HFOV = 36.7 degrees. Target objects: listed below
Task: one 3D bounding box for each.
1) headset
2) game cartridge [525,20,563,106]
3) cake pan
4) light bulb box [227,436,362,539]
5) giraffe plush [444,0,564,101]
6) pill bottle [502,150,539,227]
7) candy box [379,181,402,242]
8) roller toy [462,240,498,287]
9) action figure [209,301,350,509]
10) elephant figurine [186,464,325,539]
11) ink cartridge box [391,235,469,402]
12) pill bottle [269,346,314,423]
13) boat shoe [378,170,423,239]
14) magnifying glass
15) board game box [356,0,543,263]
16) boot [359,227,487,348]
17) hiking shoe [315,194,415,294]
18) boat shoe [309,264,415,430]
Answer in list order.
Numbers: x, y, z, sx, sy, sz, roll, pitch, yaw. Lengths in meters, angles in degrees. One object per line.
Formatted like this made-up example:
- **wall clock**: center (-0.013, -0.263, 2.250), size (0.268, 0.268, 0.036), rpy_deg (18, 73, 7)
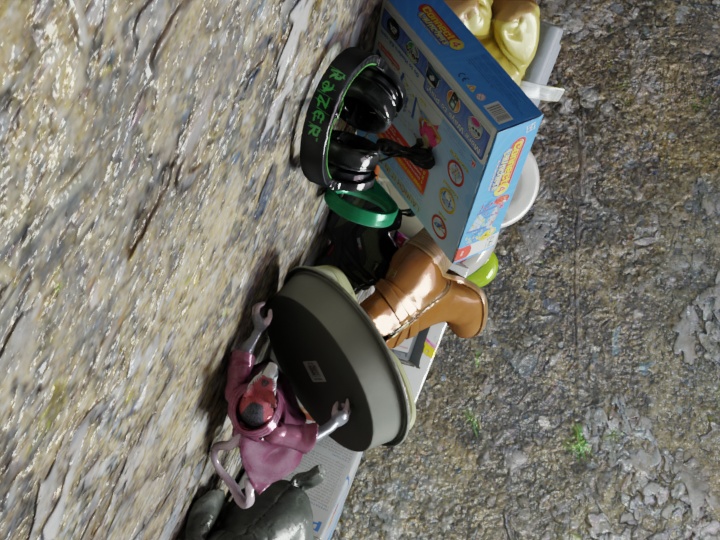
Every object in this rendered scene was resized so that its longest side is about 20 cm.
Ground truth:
- **headset**: center (0.009, -0.125, 0.990), size (0.124, 0.094, 0.200), rpy_deg (-68, 165, 2)
- **game cartridge**: center (0.148, -0.261, 1.344), size (0.041, 0.200, 0.134), rpy_deg (13, 103, -48)
- **cake pan**: center (-0.029, 0.092, 1.057), size (0.037, 0.200, 0.201), rpy_deg (-30, 154, -25)
- **light bulb box**: center (-0.092, 0.307, 1.406), size (0.200, 0.124, 0.199), rpy_deg (-62, 171, -50)
- **giraffe plush**: center (0.125, -0.271, 1.239), size (0.173, 0.199, 0.163), rpy_deg (-49, -141, 28)
- **pill bottle**: center (0.136, -0.130, 1.363), size (0.200, 0.114, 0.115), rpy_deg (-130, -121, -68)
- **candy box**: center (0.068, -0.146, 1.526), size (0.136, 0.061, 0.201), rpy_deg (-29, 141, -76)
- **roller toy**: center (0.123, -0.072, 1.695), size (0.140, 0.199, 0.184), rpy_deg (-12, 111, -81)
- **action figure**: center (-0.101, 0.129, 1.014), size (0.149, 0.134, 0.200), rpy_deg (-39, 169, -7)
- **elephant figurine**: center (-0.132, 0.297, 1.116), size (0.200, 0.141, 0.156), rpy_deg (-6, 89, -65)
- **ink cartridge box**: center (0.058, 0.065, 1.425), size (0.148, 0.085, 0.201), rpy_deg (-127, -123, -80)
- **pill bottle**: center (-0.046, 0.129, 1.269), size (0.200, 0.112, 0.113), rpy_deg (92, 21, -69)
- **boat shoe**: center (0.062, -0.112, 1.357), size (0.063, 0.072, 0.200), rpy_deg (-68, 149, -31)
- **magnifying glass**: center (0.004, -0.092, 1.202), size (0.200, 0.079, 0.023), rpy_deg (-79, -171, -67)
- **board game box**: center (0.081, -0.145, 1.091), size (0.056, 0.200, 0.196), rpy_deg (-22, 150, -24)
- **boot**: center (0.067, 0.050, 1.263), size (0.155, 0.073, 0.200), rpy_deg (-47, 137, -22)
- **hiking shoe**: center (0.000, 0.000, 1.278), size (0.076, 0.100, 0.201), rpy_deg (-58, 167, -54)
- **boat shoe**: center (-0.013, 0.085, 1.128), size (0.073, 0.202, 0.063), rpy_deg (-32, 167, 25)
